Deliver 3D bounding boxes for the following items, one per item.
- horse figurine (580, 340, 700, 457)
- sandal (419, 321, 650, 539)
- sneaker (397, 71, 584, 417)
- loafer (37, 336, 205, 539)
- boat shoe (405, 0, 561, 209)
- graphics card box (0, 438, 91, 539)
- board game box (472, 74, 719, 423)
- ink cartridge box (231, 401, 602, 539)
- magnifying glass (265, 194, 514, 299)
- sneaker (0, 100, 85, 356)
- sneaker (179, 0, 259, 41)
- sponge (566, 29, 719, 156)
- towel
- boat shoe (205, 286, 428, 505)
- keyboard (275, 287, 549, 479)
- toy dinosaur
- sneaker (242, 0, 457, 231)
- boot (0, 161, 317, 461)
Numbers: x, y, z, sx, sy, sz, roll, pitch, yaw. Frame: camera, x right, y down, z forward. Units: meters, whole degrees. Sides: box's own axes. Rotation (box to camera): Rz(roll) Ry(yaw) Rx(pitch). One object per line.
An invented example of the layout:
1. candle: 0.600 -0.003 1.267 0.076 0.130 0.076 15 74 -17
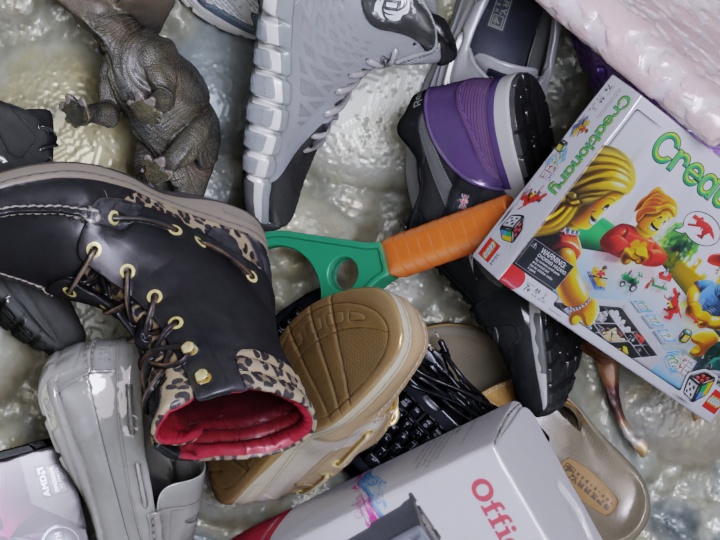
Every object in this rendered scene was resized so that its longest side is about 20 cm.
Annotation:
1. horse figurine: 0.187 0.015 1.492 0.200 0.050 0.133 -41 95 -8
2. sandal: 0.098 0.100 1.471 0.200 0.054 0.080 38 82 -11
3. sneaker: 0.074 -0.013 1.426 0.088 0.076 0.200 -6 100 24
4. loafer: -0.119 0.129 1.394 0.070 0.070 0.200 -15 114 12
5. boat shoe: 0.076 -0.113 1.458 0.074 0.065 0.200 10 88 -14
6. graphics card box: -0.249 0.180 1.392 0.200 0.051 0.126 -14 93 -14
7. board game box: 0.170 -0.008 1.382 0.200 0.035 0.126 32 98 -38
8. ink cartridge box: 0.034 0.186 1.399 0.200 0.086 0.148 -28 96 21
9. magnifying glass: 0.000 0.000 1.405 0.200 0.022 0.080 -20 74 26
10. sneaker: -0.201 -0.045 1.392 0.091 0.076 0.200 -32 100 -18
11. sneaker: -0.092 -0.209 1.406 0.078 0.086 0.200 -45 100 -9
12. sponge: 0.207 -0.093 1.478 0.111 0.030 0.200 -19 77 -12
13. towel: 0.159 -0.161 1.398 0.200 0.191 0.032 41 120 10
14. boat shoe: -0.014 0.071 1.389 0.069 0.200 0.074 4 60 -35
15. keyboard: 0.027 0.091 1.431 0.200 0.040 0.104 44 105 -1
16. toy dinosaur: -0.111 -0.086 1.405 0.200 0.077 0.102 61 35 -21
17. sneaker: -0.005 -0.107 1.396 0.115 0.075 0.200 6 120 -1
18. boot: -0.119 0.024 1.319 0.200 0.151 0.073 12 131 -37
